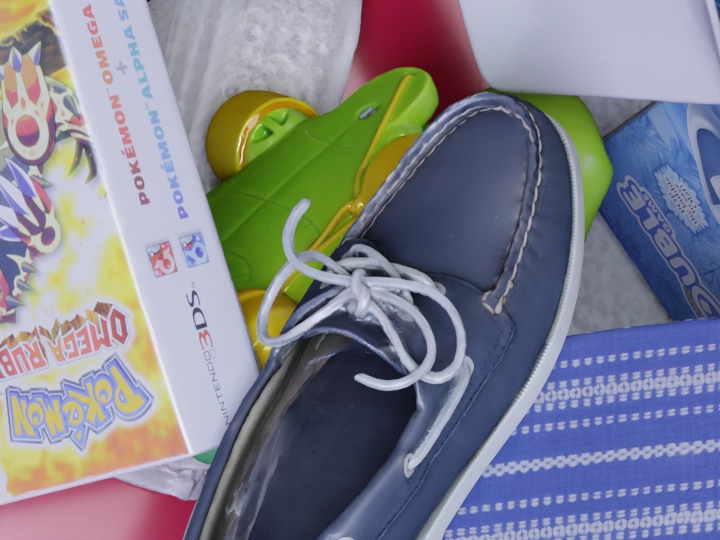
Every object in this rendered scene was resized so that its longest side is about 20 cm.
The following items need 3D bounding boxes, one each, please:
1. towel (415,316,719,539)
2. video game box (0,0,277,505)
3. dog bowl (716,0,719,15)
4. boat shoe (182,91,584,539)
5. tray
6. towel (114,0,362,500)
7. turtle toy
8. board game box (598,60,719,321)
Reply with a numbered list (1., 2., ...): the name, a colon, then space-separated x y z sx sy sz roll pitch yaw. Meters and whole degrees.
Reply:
1. towel: 0.053 0.112 0.812 0.145 0.024 0.200 -9 59 22
2. video game box: -0.133 -0.015 0.906 0.047 0.200 0.182 -21 93 -49
3. dog bowl: 0.173 -0.129 1.059 0.200 0.050 0.112 24 83 -4
4. boat shoe: 0.002 0.030 0.831 0.075 0.062 0.200 22 75 33
5. tray: 0.057 -0.147 0.889 0.022 0.107 0.200 -37 120 -38
6. towel: -0.084 -0.028 1.018 0.132 0.034 0.200 17 83 -15
7. turtle toy: 0.000 0.000 0.962 0.200 0.146 0.101 -42 119 -16
8. board game box: 0.168 0.016 0.968 0.043 0.199 0.200 -34 89 -16
